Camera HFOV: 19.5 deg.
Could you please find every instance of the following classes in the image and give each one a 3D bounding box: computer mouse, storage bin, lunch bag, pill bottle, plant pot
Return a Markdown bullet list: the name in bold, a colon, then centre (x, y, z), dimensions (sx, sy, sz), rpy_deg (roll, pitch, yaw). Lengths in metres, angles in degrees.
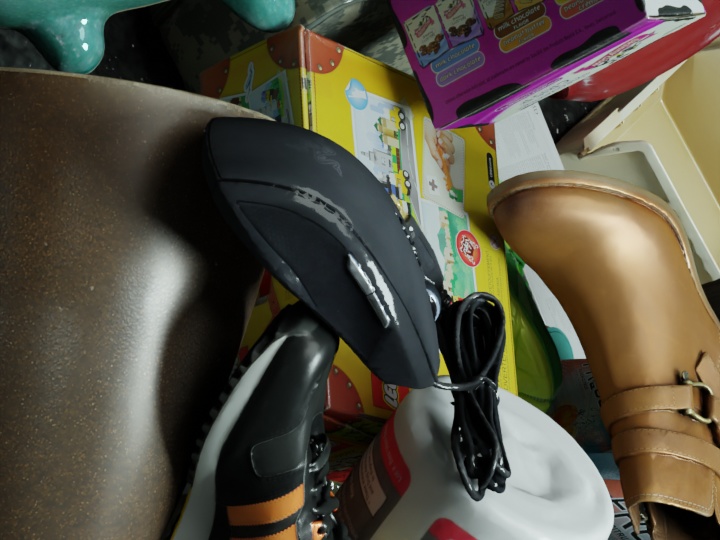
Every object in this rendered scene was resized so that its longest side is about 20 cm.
- **computer mouse**: centre (0.012, -0.010, 0.876), dimensions (0.200, 0.046, 0.140), rpy_deg (49, 20, -24)
- **storage bin**: centre (0.234, -0.037, 1.398), dimensions (0.200, 0.094, 0.199), rpy_deg (-41, 105, -49)
- **lunch bag**: centre (-0.029, -0.187, 1.140), dimensions (0.200, 0.139, 0.168), rpy_deg (-11, 71, -49)
- **pill bottle**: centre (0.019, 0.154, 0.965), dimensions (0.111, 0.200, 0.111), rpy_deg (27, 27, -15)
- **plant pot**: centre (-0.130, 0.031, 0.898), dimensions (0.187, 0.187, 0.200), rpy_deg (14, 79, -45)

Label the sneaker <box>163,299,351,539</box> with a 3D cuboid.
- **sneaker**: centre (-0.029, 0.105, 0.887), dimensions (0.090, 0.200, 0.070), rpy_deg (26, 30, 6)

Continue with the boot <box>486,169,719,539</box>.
- **boot**: centre (0.133, 0.051, 1.062), dimensions (0.200, 0.077, 0.155), rpy_deg (39, 47, -38)

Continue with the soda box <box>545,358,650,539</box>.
- **soda box**: centre (0.162, 0.134, 1.202), dimensions (0.200, 0.064, 0.068), rpy_deg (62, 33, -44)

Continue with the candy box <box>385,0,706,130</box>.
- **candy box**: centre (0.067, -0.186, 1.022), dimensions (0.061, 0.136, 0.200), rpy_deg (-13, 80, -52)

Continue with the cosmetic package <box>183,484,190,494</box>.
- **cosmetic package**: centre (-0.046, 0.028, 1.081), dimensions (0.200, 0.052, 0.151), rpy_deg (-7, 80, -51)

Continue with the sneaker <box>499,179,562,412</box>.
- **sneaker**: centre (0.068, -0.010, 1.159), dimensions (0.084, 0.074, 0.200), rpy_deg (-9, 56, -29)

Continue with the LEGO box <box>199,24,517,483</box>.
- **LEGO box**: centre (0.000, 0.000, 1.043), dimensions (0.149, 0.077, 0.200), rpy_deg (19, 59, -44)

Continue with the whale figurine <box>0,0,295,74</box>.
- **whale figurine**: centre (-0.120, -0.171, 0.986), dimensions (0.200, 0.104, 0.159), rpy_deg (14, 88, -9)

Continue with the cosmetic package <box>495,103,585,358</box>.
- **cosmetic package**: centre (0.094, -0.021, 1.263), dimensions (0.083, 0.051, 0.200), rpy_deg (-20, 89, -48)

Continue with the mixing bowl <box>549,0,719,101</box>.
- **mixing bowl**: centre (0.125, -0.176, 1.290), dimensions (0.200, 0.200, 0.108), rpy_deg (44, 80, -27)

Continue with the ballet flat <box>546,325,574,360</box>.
- **ballet flat**: centre (0.067, 0.111, 1.155), dimensions (0.072, 0.072, 0.200), rpy_deg (43, 44, -28)
